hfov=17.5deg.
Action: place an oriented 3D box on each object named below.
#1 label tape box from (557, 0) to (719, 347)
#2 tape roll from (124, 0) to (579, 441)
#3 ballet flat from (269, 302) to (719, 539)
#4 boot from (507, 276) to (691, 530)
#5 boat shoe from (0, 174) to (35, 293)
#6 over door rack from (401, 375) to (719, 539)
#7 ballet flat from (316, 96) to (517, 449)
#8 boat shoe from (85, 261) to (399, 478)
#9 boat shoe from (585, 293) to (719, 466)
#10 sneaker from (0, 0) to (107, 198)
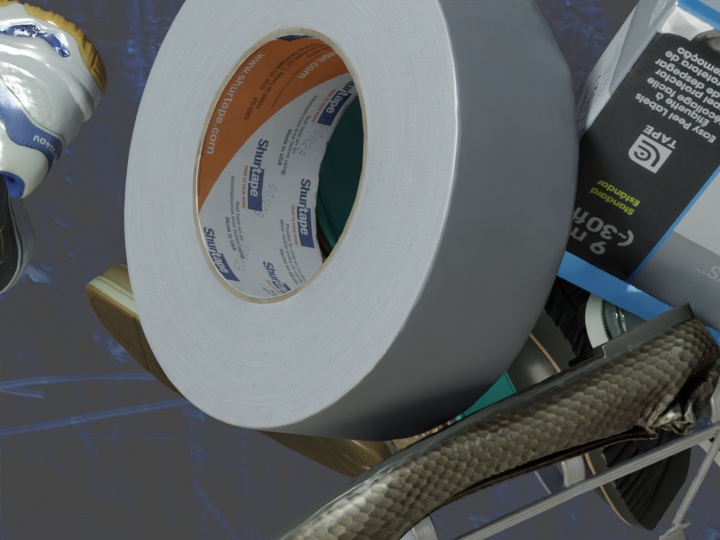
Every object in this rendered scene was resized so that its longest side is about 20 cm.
[{"bbox_3d":[0.143,-0.024,0.913,0.143,0.066,0.200,27,135,-6],"label":"label tape box"},{"bbox_3d":[-0.008,-0.036,0.909,0.066,0.201,0.200,11,166,-41],"label":"tape roll"},{"bbox_3d":[0.052,0.075,0.885,0.047,0.199,0.067,62,165,3],"label":"ballet flat"},{"bbox_3d":[0.069,0.035,1.121,0.138,0.078,0.201,5,133,39],"label":"boot"},{"bbox_3d":[-0.213,-0.030,1.233,0.068,0.057,0.200,22,151,4],"label":"boat shoe"},{"bbox_3d":[0.080,0.105,1.011,0.147,0.067,0.200,-22,150,-8],"label":"over door rack"},{"bbox_3d":[0.000,0.000,1.033,0.065,0.070,0.201,-24,91,48],"label":"ballet flat"},{"bbox_3d":[-0.053,0.041,1.220,0.199,0.066,0.074,27,156,24],"label":"boat shoe"},{"bbox_3d":[0.193,0.059,1.054,0.200,0.073,0.062,35,141,-17],"label":"boat shoe"},{"bbox_3d":[-0.222,-0.088,1.111,0.199,0.088,0.075,10,151,27],"label":"sneaker"}]
